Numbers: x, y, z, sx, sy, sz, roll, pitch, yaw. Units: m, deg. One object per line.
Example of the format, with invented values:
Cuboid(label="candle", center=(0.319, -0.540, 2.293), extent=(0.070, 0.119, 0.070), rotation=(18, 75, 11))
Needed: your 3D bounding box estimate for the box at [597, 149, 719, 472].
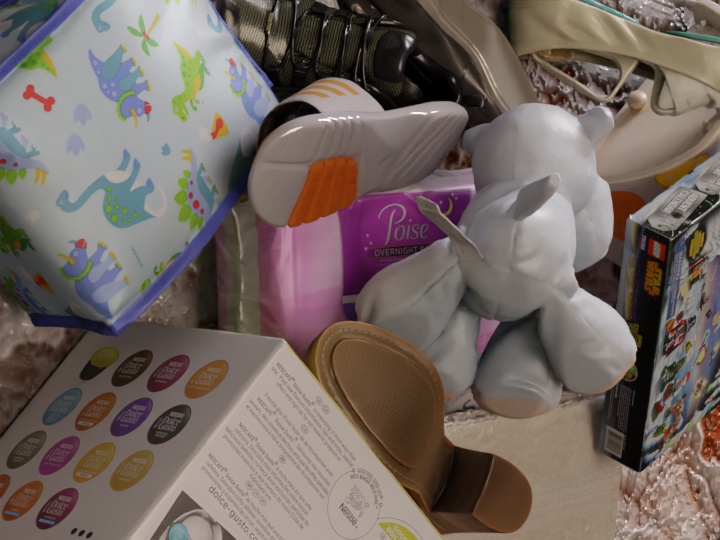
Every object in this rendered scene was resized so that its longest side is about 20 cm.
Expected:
Cuboid(label="box", center=(0.225, 0.024, 1.686), extent=(0.137, 0.040, 0.201), rotation=(-35, 141, -39))

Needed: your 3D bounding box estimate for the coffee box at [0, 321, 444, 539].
Cuboid(label="coffee box", center=(-0.101, 0.169, 1.439), extent=(0.198, 0.199, 0.200), rotation=(-51, 121, -23))

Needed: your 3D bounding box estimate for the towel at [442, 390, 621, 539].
Cuboid(label="towel", center=(0.105, 0.153, 1.692), extent=(0.199, 0.034, 0.133), rotation=(-6, 104, -42))

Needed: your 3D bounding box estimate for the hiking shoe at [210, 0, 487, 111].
Cuboid(label="hiking shoe", center=(-0.015, -0.142, 1.533), extent=(0.199, 0.100, 0.076), rotation=(21, 71, -36))

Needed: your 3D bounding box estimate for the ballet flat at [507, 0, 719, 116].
Cuboid(label="ballet flat", center=(0.192, -0.140, 1.686), extent=(0.199, 0.069, 0.070), rotation=(18, 80, 3))

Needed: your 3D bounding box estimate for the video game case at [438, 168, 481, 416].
Cuboid(label="video game case", center=(0.013, 0.041, 1.632), extent=(0.182, 0.022, 0.201), rotation=(-37, 114, -31))

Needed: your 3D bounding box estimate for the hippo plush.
Cuboid(label="hippo plush", center=(0.081, -0.024, 1.509), extent=(0.161, 0.159, 0.200), rotation=(-80, 152, -44))

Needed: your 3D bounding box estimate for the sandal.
Cuboid(label="sandal", center=(-0.014, -0.079, 1.480), extent=(0.206, 0.059, 0.079), rotation=(-13, 139, -55))

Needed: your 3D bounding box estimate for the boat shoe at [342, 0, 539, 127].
Cuboid(label="boat shoe", center=(0.055, -0.146, 1.639), extent=(0.200, 0.057, 0.067), rotation=(48, 33, -34))

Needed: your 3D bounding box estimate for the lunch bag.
Cuboid(label="lunch bag", center=(-0.150, -0.090, 1.428), extent=(0.200, 0.127, 0.170), rotation=(-47, 119, -24))

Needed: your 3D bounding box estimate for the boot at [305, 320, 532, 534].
Cuboid(label="boot", center=(-0.005, 0.102, 1.512), extent=(0.200, 0.154, 0.074), rotation=(47, 62, -32))

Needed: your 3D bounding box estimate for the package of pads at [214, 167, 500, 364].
Cuboid(label="package of pads", center=(0.000, 0.000, 1.556), extent=(0.199, 0.076, 0.121), rotation=(-5, 99, -38))

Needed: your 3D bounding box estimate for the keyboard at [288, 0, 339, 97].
Cuboid(label="keyboard", center=(-0.054, -0.206, 1.569), extent=(0.056, 0.011, 0.201), rotation=(-32, 112, -32))

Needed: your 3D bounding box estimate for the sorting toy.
Cuboid(label="sorting toy", center=(0.247, -0.057, 1.779), extent=(0.200, 0.107, 0.180), rotation=(-49, 139, -25))
